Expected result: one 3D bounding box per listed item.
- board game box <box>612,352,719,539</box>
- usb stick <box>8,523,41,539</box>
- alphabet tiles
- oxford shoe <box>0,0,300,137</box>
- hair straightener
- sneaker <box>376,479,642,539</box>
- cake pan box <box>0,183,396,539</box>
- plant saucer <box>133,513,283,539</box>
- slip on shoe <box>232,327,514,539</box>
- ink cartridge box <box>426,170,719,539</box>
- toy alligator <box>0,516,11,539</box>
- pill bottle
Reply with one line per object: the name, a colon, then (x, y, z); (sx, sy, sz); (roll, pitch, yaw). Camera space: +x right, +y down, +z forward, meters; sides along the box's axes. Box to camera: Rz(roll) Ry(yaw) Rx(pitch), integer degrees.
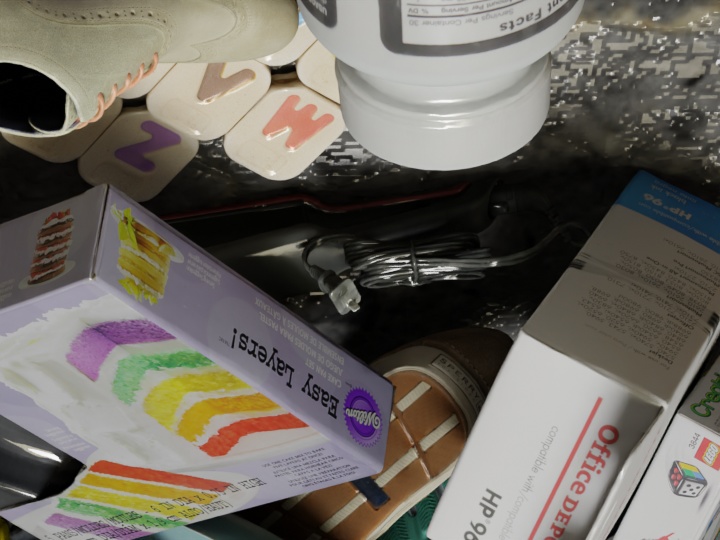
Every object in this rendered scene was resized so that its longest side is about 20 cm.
board game box: (0.138, 0.115, 1.143); (0.035, 0.126, 0.200); (30, 125, 12)
usb stick: (-0.086, 0.183, 1.233); (0.200, 0.033, 0.055); (45, 158, -11)
alphabet tiles: (-0.077, -0.106, 1.020); (0.200, 0.015, 0.196); (28, 124, -30)
oxford shoe: (-0.104, -0.080, 0.949); (0.200, 0.074, 0.071); (-5, 155, -33)
hair straightener: (0.000, 0.000, 1.091); (0.200, 0.077, 0.041); (-5, 126, -3)
sneaker: (0.062, 0.134, 1.241); (0.200, 0.074, 0.088); (-26, 139, 17)
cake pan box: (-0.118, 0.049, 1.089); (0.200, 0.052, 0.184); (-17, 140, 35)
plant saucer: (-0.038, 0.173, 1.221); (0.200, 0.027, 0.200); (30, 153, 17)
slip on shoe: (-0.002, 0.082, 1.185); (0.076, 0.061, 0.200); (48, 134, -1)
ink cartridge box: (0.094, 0.055, 1.065); (0.068, 0.200, 0.116); (28, 124, 9)
toy alligator: (-0.198, 0.112, 1.189); (0.059, 0.054, 0.200); (-7, 135, -2)
pill bottle: (0.028, -0.137, 0.929); (0.111, 0.111, 0.200); (-6, 132, -3)
